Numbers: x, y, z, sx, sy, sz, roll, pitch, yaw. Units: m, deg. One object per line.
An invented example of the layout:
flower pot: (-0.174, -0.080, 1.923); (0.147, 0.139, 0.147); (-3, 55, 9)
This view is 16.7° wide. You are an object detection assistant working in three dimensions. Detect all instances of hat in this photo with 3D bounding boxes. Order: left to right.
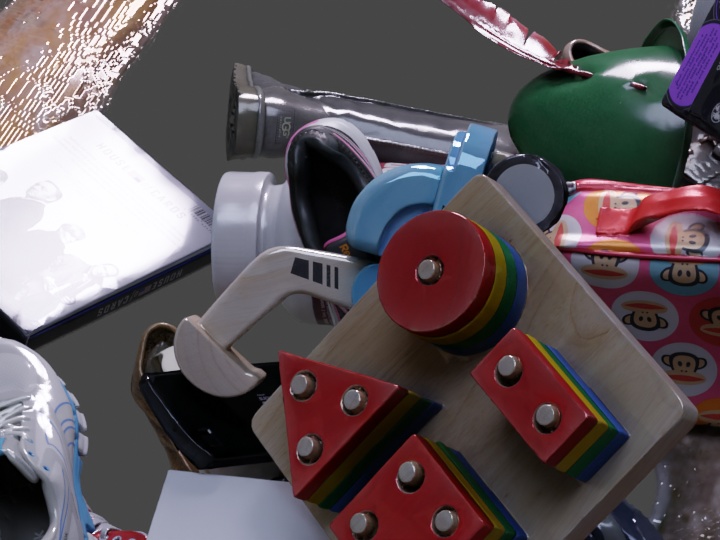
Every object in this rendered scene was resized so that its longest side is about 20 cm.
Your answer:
hat: (0.108, -0.101, 1.604); (0.175, 0.167, 0.200); (10, 15, -9)

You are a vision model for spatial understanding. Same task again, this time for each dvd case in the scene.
dvd case: (-0.201, -0.030, 1.648); (0.150, 0.025, 0.200); (41, 42, 21)

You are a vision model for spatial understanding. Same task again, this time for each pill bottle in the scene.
pill bottle: (0.007, -0.017, 1.614); (0.199, 0.110, 0.110); (3, 46, 8)

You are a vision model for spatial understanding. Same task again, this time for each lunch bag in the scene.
lunch bag: (0.202, 0.014, 1.514); (0.199, 0.177, 0.082); (6, 47, 11)

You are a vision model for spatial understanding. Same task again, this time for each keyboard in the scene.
keyboard: (-0.048, 0.103, 1.499); (0.199, 0.040, 0.104); (-2, 44, -48)

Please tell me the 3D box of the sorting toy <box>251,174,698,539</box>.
sorting toy: (0.042, 0.074, 1.314); (0.200, 0.069, 0.199); (-47, 54, 12)

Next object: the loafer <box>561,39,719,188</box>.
loafer: (0.212, -0.095, 1.698); (0.200, 0.063, 0.072); (32, 55, 31)

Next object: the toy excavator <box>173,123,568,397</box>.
toy excavator: (0.007, -0.002, 1.439); (0.199, 0.196, 0.100); (17, 5, 6)

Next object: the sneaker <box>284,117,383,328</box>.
sneaker: (0.000, 0.000, 1.515); (0.080, 0.086, 0.201); (-31, 86, 8)

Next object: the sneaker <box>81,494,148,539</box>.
sneaker: (-0.173, 0.154, 1.495); (0.112, 0.071, 0.201); (-9, 53, 3)

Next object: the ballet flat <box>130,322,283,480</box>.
ballet flat: (-0.091, 0.103, 1.535); (0.068, 0.073, 0.200); (-23, 48, -14)

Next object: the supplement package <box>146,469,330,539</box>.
supplement package: (-0.027, 0.215, 1.393); (0.199, 0.111, 0.156); (5, 47, 11)

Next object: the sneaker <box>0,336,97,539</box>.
sneaker: (-0.199, 0.110, 1.436); (0.075, 0.087, 0.201); (-22, 53, 0)

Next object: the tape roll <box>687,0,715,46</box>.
tape roll: (0.330, -0.180, 1.666); (0.139, 0.203, 0.203); (29, 55, 25)

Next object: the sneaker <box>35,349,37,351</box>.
sneaker: (-0.248, 0.016, 1.656); (0.084, 0.073, 0.201); (20, 37, -17)

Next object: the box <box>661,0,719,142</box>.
box: (0.306, -0.100, 1.496); (0.199, 0.123, 0.106); (24, 10, -28)

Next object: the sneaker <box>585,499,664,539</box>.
sneaker: (0.092, 0.148, 1.457); (0.200, 0.071, 0.082); (29, 22, 37)

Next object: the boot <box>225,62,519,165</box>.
boot: (0.007, -0.097, 1.711); (0.199, 0.073, 0.182); (2, 15, -7)
